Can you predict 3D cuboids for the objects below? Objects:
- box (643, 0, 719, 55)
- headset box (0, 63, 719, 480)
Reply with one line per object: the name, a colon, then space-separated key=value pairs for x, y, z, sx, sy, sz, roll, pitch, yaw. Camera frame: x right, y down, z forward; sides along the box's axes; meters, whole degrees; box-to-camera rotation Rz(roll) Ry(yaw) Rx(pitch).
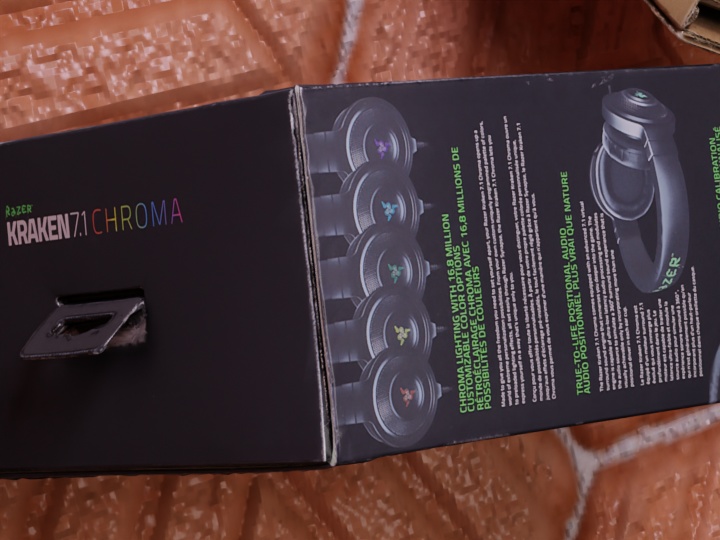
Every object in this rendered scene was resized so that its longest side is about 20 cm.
box: x=0.108 y=-0.115 z=0.899 sx=0.163 sy=0.200 sz=0.021 roll=13 pitch=120 yaw=-39
headset box: x=0.000 y=0.000 z=0.787 sx=0.200 sy=0.174 sz=0.093 roll=-6 pitch=90 yaw=-41
